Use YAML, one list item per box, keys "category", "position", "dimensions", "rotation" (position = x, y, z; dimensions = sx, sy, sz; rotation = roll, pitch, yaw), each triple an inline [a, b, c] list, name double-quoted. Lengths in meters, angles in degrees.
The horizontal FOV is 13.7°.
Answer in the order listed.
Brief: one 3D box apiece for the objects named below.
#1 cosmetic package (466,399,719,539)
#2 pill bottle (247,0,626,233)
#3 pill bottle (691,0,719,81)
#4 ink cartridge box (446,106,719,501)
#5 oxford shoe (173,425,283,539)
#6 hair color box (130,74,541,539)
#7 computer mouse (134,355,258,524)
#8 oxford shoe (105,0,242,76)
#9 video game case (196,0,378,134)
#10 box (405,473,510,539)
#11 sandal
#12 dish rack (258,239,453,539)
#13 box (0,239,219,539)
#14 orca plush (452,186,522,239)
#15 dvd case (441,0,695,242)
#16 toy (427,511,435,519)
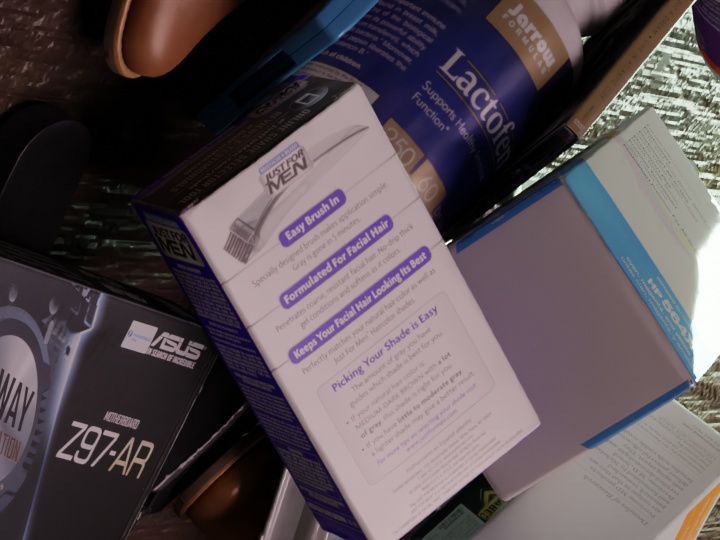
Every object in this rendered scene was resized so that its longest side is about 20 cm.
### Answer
- category: "cosmetic package"
  position: [0.114, 0.154, 1.591]
  dimensions: [0.200, 0.071, 0.102]
  rotation: [-36, 156, -45]
- category: "pill bottle"
  position: [0.043, -0.105, 1.543]
  dimensions: [0.200, 0.115, 0.116]
  rotation: [-48, 153, -19]
- category: "pill bottle"
  position: [0.249, -0.195, 1.799]
  dimensions: [0.113, 0.112, 0.200]
  rotation: [-48, 153, -16]
- category: "ink cartridge box"
  position: [0.119, 0.011, 1.567]
  dimensions: [0.128, 0.126, 0.200]
  rotation: [-34, 180, 26]
- category: "oxford shoe"
  position: [-0.052, 0.138, 1.661]
  dimensions: [0.071, 0.071, 0.200]
  rotation: [-41, 163, -3]
- category: "hair color box"
  position: [-0.010, 0.020, 1.417]
  dimensions: [0.109, 0.065, 0.201]
  rotation: [-37, 114, -19]
- category: "computer mouse"
  position: [-0.109, 0.090, 1.567]
  dimensions: [0.200, 0.046, 0.140]
  rotation: [-43, 171, -7]
- category: "oxford shoe"
  position: [-0.040, -0.161, 1.374]
  dimensions: [0.200, 0.071, 0.071]
  rotation: [-50, 155, -11]
- category: "video game case"
  position: [-0.001, -0.137, 1.421]
  dimensions: [0.143, 0.018, 0.200]
  rotation: [-47, -173, -20]
- category: "box"
  position: [0.053, 0.180, 1.720]
  dimensions: [0.159, 0.046, 0.200]
  rotation: [-38, 164, -42]
- category: "sandal"
  position: [-0.173, 0.020, 1.394]
  dimensions: [0.076, 0.043, 0.201]
  rotation: [-14, 132, -55]
- category: "dish rack"
  position: [0.012, 0.090, 1.616]
  dimensions: [0.171, 0.043, 0.201]
  rotation: [-20, 130, -63]
- category: "box"
  position: [-0.166, 0.072, 1.373]
  dimensions: [0.200, 0.043, 0.161]
  rotation: [23, 95, -55]
- category: "orca plush"
  position: [0.086, -0.044, 1.735]
  dimensions: [0.105, 0.071, 0.201]
  rotation: [-26, 140, -46]
- category: "dvd case"
  position: [0.126, -0.105, 1.610]
  dimensions: [0.200, 0.016, 0.149]
  rotation: [-50, -173, -35]
- category: "toy"
  position: [0.042, 0.104, 1.738]
  dimensions: [0.047, 0.115, 0.200]
  rotation: [17, 123, -31]
